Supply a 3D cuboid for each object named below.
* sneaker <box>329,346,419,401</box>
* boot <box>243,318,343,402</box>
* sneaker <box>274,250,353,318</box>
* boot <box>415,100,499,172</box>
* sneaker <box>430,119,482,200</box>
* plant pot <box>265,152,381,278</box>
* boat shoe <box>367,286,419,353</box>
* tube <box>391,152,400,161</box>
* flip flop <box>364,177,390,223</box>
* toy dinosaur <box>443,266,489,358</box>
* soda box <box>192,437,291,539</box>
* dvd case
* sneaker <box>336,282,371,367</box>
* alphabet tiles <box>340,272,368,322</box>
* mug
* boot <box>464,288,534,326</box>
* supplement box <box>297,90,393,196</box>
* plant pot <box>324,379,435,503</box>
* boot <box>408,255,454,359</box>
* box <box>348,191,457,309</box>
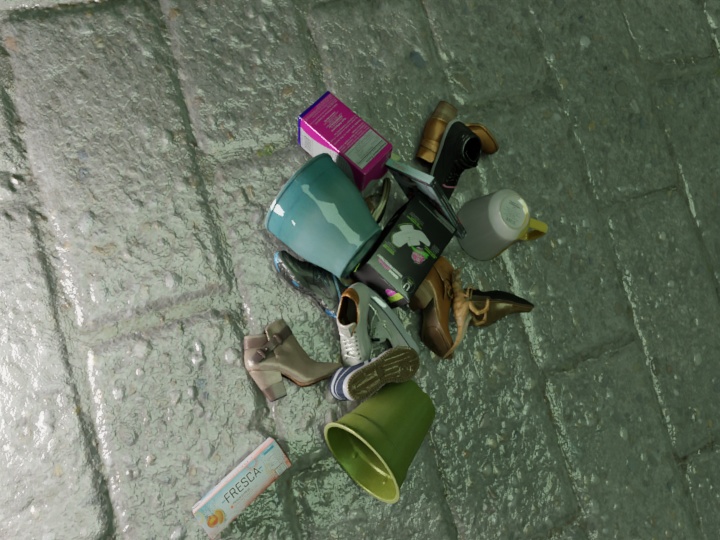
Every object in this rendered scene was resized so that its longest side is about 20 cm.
[{"bbox_3d":[0.024,0.211,1.202,0.195,0.107,0.072,-18,87,-36],"label":"sneaker"},{"bbox_3d":[-0.142,0.173,1.216,0.195,0.070,0.151,-17,78,-27],"label":"boot"},{"bbox_3d":[-0.098,0.015,1.256,0.199,0.073,0.083,40,74,-18],"label":"sneaker"},{"bbox_3d":[0.233,-0.292,1.422,0.196,0.076,0.159,30,79,-22],"label":"boot"},{"bbox_3d":[0.218,-0.233,1.350,0.068,0.099,0.207,0,115,-27],"label":"sneaker"},{"bbox_3d":[-0.063,-0.096,1.197,0.187,0.201,0.200,42,70,8],"label":"plant pot"},{"bbox_3d":[0.042,0.133,1.279,0.086,0.074,0.204,-42,108,-17],"label":"boat shoe"},{"bbox_3d":[0.009,-0.207,1.343,0.058,0.051,0.202,45,68,-20],"label":"tube"},{"bbox_3d":[0.020,-0.125,1.318,0.056,0.081,0.205,23,72,4],"label":"flip flop"},{"bbox_3d":[0.231,0.100,1.305,0.102,0.061,0.208,2,72,2],"label":"toy dinosaur"},{"bbox_3d":[-0.228,0.416,1.138,0.198,0.068,0.064,-39,92,-21],"label":"soda box"},{"bbox_3d":[0.145,-0.154,1.281,0.022,0.145,0.201,-48,136,-8],"label":"dvd case"},{"bbox_3d":[-0.024,0.134,1.224,0.084,0.070,0.208,-23,115,-60],"label":"sneaker"},{"bbox_3d":[0.000,0.000,1.324,0.166,0.008,0.202,-38,93,-20],"label":"alphabet tiles"},{"bbox_3d":[0.334,-0.122,1.380,0.182,0.153,0.154,-22,86,-21],"label":"mug"},{"bbox_3d":[0.320,0.091,1.393,0.193,0.074,0.078,5,103,-18],"label":"boot"},{"bbox_3d":[-0.035,-0.273,1.285,0.199,0.102,0.103,43,69,11],"label":"supplement box"},{"bbox_3d":[0.057,0.324,1.201,0.189,0.199,0.202,-42,94,-32],"label":"plant pot"},{"bbox_3d":[0.191,0.083,1.341,0.155,0.072,0.204,-44,115,-39],"label":"boot"},{"bbox_3d":[0.090,-0.036,1.277,0.124,0.148,0.202,40,70,-6],"label":"box"}]
